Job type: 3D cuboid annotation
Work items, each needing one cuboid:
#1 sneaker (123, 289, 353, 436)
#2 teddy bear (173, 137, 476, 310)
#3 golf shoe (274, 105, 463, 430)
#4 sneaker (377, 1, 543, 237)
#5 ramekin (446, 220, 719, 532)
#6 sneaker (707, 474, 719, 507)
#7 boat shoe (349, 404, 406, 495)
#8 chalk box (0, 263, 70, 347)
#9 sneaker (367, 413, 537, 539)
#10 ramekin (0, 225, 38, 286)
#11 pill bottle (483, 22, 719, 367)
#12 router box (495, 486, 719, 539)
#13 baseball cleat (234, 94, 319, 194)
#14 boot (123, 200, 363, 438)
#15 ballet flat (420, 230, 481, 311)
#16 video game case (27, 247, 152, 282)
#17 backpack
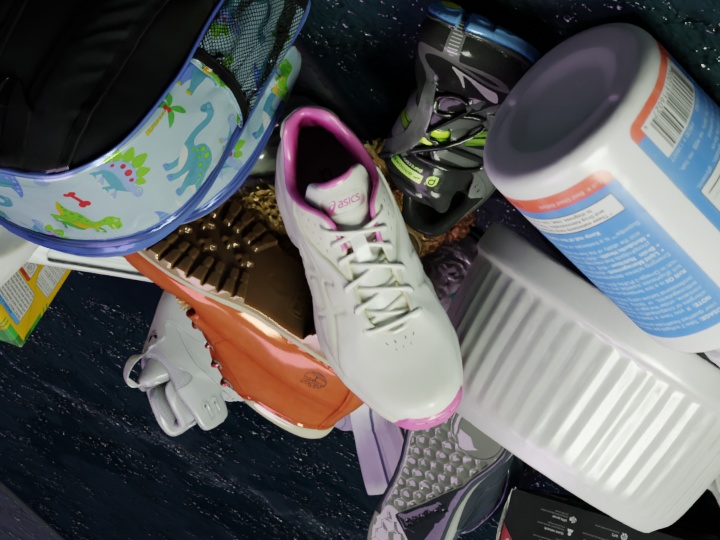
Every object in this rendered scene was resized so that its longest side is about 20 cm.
[{"bbox_3d":[-0.086,0.089,1.755,0.200,0.115,0.075,38,156,-20],"label":"sneaker"},{"bbox_3d":[-0.025,-0.001,1.437,0.200,0.067,0.145,-14,113,21],"label":"teddy bear"},{"bbox_3d":[-0.002,-0.005,1.313,0.092,0.075,0.200,75,169,-66],"label":"golf shoe"},{"bbox_3d":[0.054,-0.078,1.289,0.071,0.083,0.200,29,156,12],"label":"sneaker"},{"bbox_3d":[0.132,0.067,1.375,0.200,0.105,0.200,34,-177,-2],"label":"ramekin"},{"bbox_3d":[0.176,0.087,1.494,0.200,0.080,0.070,22,158,20],"label":"sneaker"},{"bbox_3d":[0.024,0.091,1.710,0.065,0.074,0.200,-6,144,3],"label":"boat shoe"},{"bbox_3d":[-0.319,-0.048,1.735,0.200,0.124,0.124,16,153,29],"label":"chalk box"},{"bbox_3d":[0.089,0.114,1.649,0.077,0.146,0.202,39,124,14],"label":"sneaker"},{"bbox_3d":[-0.266,-0.063,1.364,0.202,0.203,0.094,41,138,-25],"label":"ramekin"},{"bbox_3d":[0.166,-0.027,1.227,0.200,0.112,0.112,43,154,-27],"label":"pill bottle"},{"bbox_3d":[0.215,0.211,1.653,0.200,0.062,0.150,15,180,33],"label":"router box"},{"bbox_3d":[-0.104,-0.057,1.477,0.200,0.070,0.106,-4,147,21],"label":"baseball cleat"},{"bbox_3d":[-0.077,0.027,1.402,0.200,0.075,0.107,34,133,-6],"label":"boot"},{"bbox_3d":[0.000,0.000,1.538,0.200,0.072,0.072,2,145,48],"label":"ballet flat"},{"bbox_3d":[-0.180,-0.030,1.553,0.200,0.018,0.143,10,-161,-26],"label":"video game case"},{"bbox_3d":[-0.137,-0.105,1.308,0.183,0.200,0.147,13,152,32],"label":"backpack"}]
